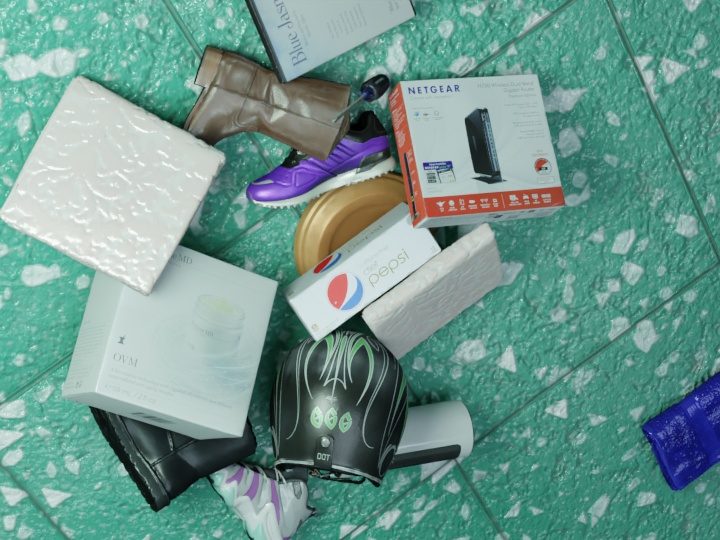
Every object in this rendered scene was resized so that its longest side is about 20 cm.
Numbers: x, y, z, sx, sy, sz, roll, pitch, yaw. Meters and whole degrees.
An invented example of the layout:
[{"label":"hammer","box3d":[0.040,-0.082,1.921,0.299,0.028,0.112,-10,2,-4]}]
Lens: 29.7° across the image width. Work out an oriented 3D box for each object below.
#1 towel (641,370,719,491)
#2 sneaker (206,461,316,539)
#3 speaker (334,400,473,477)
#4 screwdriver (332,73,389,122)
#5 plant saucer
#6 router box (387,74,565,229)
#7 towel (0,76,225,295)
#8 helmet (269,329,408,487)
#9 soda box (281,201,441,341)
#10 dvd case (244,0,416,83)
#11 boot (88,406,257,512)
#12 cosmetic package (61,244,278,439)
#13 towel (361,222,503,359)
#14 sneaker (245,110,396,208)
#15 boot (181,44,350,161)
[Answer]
[{"label":"towel","box3d":[0.548,0.247,2.127,0.199,0.050,0.148,-35,122,-5]},{"label":"sneaker","box3d":[-0.128,0.280,1.859,0.139,0.078,0.201,-37,122,-12]},{"label":"speaker","box3d":[0.052,0.234,1.893,0.198,0.081,0.082,-6,115,-20]},{"label":"screwdriver","box3d":[-0.004,-0.208,1.631,0.028,0.200,0.029,-21,98,24]},{"label":"plant saucer","box3d":[0.011,-0.034,1.789,0.198,0.037,0.202,-8,115,-18]},{"label":"router box","box3d":[0.146,-0.153,1.726,0.198,0.049,0.182,-6,77,-21]},{"label":"towel","box3d":[-0.283,-0.097,1.556,0.198,0.032,0.192,28,79,-2]},{"label":"helmet","box3d":[-0.027,0.171,1.755,0.198,0.199,0.193,18,73,-28]},{"label":"soda box","box3d":[0.000,0.000,1.735,0.199,0.064,0.068,-36,108,-4]},{"label":"dvd case","box3d":[-0.039,-0.328,1.610,0.199,0.018,0.144,-30,109,-20]},{"label":"boot","box3d":[-0.243,0.187,1.750,0.167,0.076,0.201,-31,86,-26]},{"label":"cosmetic package","box3d":[-0.229,0.081,1.648,0.198,0.122,0.202,21,72,-29]},{"label":"towel","box3d":[0.100,0.030,1.799,0.199,0.032,0.191,-37,159,-2]},{"label":"sneaker","box3d":[-0.058,-0.148,1.698,0.198,0.070,0.101,-20,111,-16]},{"label":"boot","box3d":[-0.116,-0.158,1.638,0.198,0.064,0.188,16,104,-12]}]
